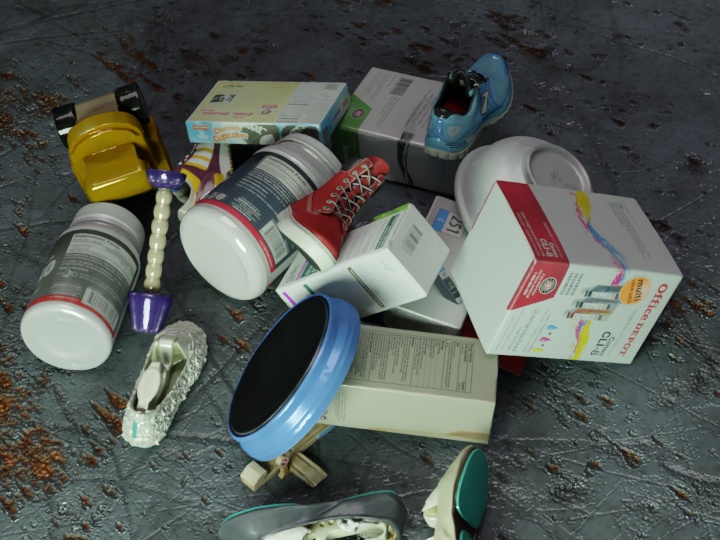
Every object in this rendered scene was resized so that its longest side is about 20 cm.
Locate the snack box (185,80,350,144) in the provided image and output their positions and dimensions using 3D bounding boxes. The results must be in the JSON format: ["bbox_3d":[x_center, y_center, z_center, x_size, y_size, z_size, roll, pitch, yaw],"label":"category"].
[{"bbox_3d":[-0.126,-0.216,1.794,0.199,0.037,0.116,4,37,20],"label":"snack box"}]

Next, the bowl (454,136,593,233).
[{"bbox_3d":[0.222,-0.094,1.628,0.200,0.090,0.202,16,54,-22],"label":"bowl"}]

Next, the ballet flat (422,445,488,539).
[{"bbox_3d":[0.090,0.269,1.359,0.069,0.070,0.201,2,45,10],"label":"ballet flat"}]

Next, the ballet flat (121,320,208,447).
[{"bbox_3d":[-0.229,0.120,1.551,0.071,0.072,0.201,4,44,11],"label":"ballet flat"}]

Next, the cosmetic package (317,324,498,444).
[{"bbox_3d":[0.054,0.126,1.482,0.199,0.071,0.105,8,42,4],"label":"cosmetic package"}]

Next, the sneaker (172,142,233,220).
[{"bbox_3d":[-0.223,-0.145,1.820,0.090,0.075,0.201,-7,42,-8],"label":"sneaker"}]

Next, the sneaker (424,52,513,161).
[{"bbox_3d":[0.148,-0.232,1.730,0.078,0.090,0.200,16,47,20],"label":"sneaker"}]

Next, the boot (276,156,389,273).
[{"bbox_3d":[-0.022,-0.075,1.517,0.144,0.073,0.200,-38,17,3],"label":"boot"}]

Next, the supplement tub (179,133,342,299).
[{"bbox_3d":[-0.120,-0.071,1.681,0.140,0.141,0.200,25,52,29],"label":"supplement tub"}]

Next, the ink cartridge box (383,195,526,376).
[{"bbox_3d":[0.141,0.014,1.595,0.175,0.045,0.200,20,49,7],"label":"ink cartridge box"}]

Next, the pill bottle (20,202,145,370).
[{"bbox_3d":[-0.341,0.016,1.639,0.113,0.114,0.201,1,44,9],"label":"pill bottle"}]

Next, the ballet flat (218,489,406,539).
[{"bbox_3d":[-0.048,0.275,1.363,0.199,0.073,0.073,-8,43,-4],"label":"ballet flat"}]

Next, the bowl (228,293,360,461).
[{"bbox_3d":[-0.077,0.113,1.451,0.201,0.039,0.201,-45,23,25],"label":"bowl"}]

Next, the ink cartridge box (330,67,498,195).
[{"bbox_3d":[0.078,-0.194,1.824,0.199,0.085,0.146,16,48,21],"label":"ink cartridge box"}]

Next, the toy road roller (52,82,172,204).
[{"bbox_3d":[-0.323,-0.138,1.747,0.122,0.200,0.147,-17,58,-2],"label":"toy road roller"}]

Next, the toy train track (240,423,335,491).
[{"bbox_3d":[-0.056,0.175,1.492,0.114,0.033,0.200,31,54,33],"label":"toy train track"}]

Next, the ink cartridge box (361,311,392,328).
[{"bbox_3d":[0.053,0.009,1.649,0.099,0.039,0.200,8,45,17],"label":"ink cartridge box"}]

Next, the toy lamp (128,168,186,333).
[{"bbox_3d":[-0.252,-0.023,1.620,0.058,0.201,0.058,6,0,0],"label":"toy lamp"}]

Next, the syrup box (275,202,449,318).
[{"bbox_3d":[0.000,0.000,1.538,0.199,0.081,0.079,-19,31,44],"label":"syrup box"}]

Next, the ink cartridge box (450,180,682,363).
[{"bbox_3d":[0.235,0.004,1.506,0.199,0.146,0.145,5,39,-24],"label":"ink cartridge box"}]
